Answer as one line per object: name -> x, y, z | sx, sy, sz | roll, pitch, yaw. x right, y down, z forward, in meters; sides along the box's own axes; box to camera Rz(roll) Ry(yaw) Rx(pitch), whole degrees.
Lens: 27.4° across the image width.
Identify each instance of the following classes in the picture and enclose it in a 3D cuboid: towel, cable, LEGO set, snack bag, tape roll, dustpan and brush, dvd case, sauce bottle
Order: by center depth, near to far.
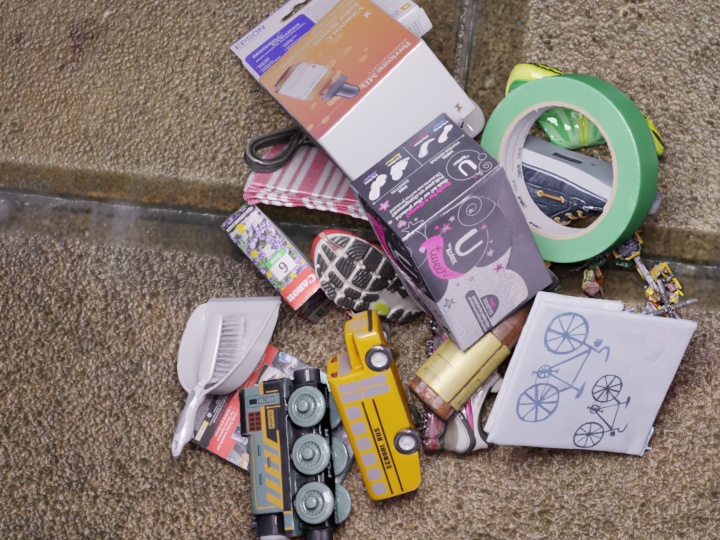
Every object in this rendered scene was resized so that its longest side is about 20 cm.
snack bag -> 0.249, 0.114, 1.579 | 0.198, 0.021, 0.190 | 7, 119, -18
tape roll -> 0.224, -0.111, 1.602 | 0.199, 0.048, 0.203 | 9, 105, 36
sauce bottle -> 0.138, 0.074, 1.610 | 0.066, 0.066, 0.200 | 43, 84, 15
LEGO set -> 0.262, 0.035, 1.635 | 0.198, 0.116, 0.155 | -23, 75, 4
dustpan and brush -> -0.172, 0.119, 1.683 | 0.139, 0.057, 0.202 | -3, 70, 43
towel -> -0.025, -0.100, 1.704 | 0.198, 0.147, 0.030 | 10, 117, 6
dvd case -> -0.093, 0.173, 1.716 | 0.199, 0.022, 0.147 | 25, 83, 15
cable -> -0.056, -0.169, 1.723 | 0.199, 0.050, 0.098 | -11, 59, -37

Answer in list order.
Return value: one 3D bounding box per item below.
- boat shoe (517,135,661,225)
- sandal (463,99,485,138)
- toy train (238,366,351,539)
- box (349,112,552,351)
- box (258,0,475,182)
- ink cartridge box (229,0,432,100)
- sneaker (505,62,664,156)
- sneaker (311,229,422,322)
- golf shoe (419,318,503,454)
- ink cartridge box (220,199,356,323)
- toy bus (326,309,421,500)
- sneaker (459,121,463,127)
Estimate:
boat shoe -> 0.243, -0.080, 1.671 | 0.199, 0.071, 0.092 | 26, 119, 28
sandal -> 0.053, -0.159, 1.731 | 0.201, 0.050, 0.083 | -20, 73, -25
toy train -> -0.076, 0.211, 1.657 | 0.113, 0.085, 0.202 | -9, 79, 19
box -> 0.097, -0.035, 1.532 | 0.132, 0.201, 0.115 | -37, 46, -6
box -> 0.003, -0.191, 1.584 | 0.152, 0.106, 0.200 | -43, 34, 1
ink cartridge box -> -0.040, -0.278, 1.762 | 0.198, 0.043, 0.200 | -38, 39, -2
sneaker -> 0.260, -0.174, 1.715 | 0.199, 0.074, 0.084 | 26, 109, 10
sneaker -> 0.000, 0.000, 1.655 | 0.077, 0.200, 0.085 | -49, 51, 8
golf shoe -> 0.117, 0.106, 1.674 | 0.091, 0.073, 0.202 | 4, 87, -2
ink cartridge box -> -0.070, 0.015, 1.699 | 0.050, 0.109, 0.200 | -42, 75, 0
toy bus -> 0.017, 0.148, 1.627 | 0.078, 0.065, 0.202 | -16, 113, 7
sneaker -> 0.047, -0.157, 1.653 | 0.128, 0.080, 0.201 | -12, 72, -24
